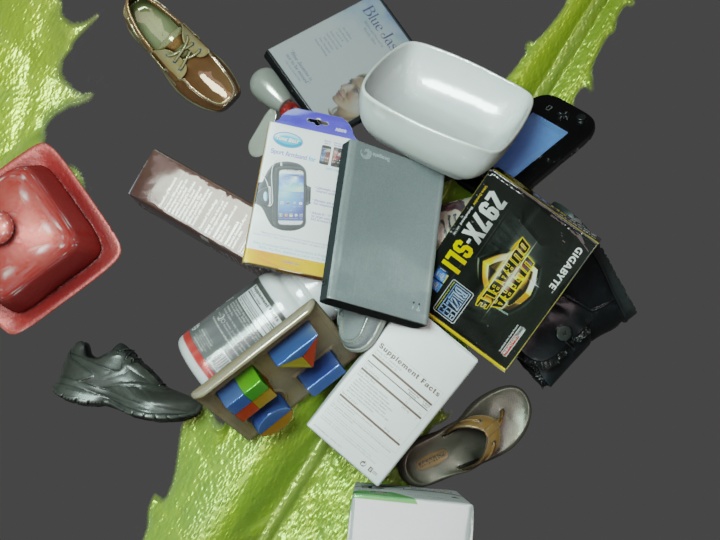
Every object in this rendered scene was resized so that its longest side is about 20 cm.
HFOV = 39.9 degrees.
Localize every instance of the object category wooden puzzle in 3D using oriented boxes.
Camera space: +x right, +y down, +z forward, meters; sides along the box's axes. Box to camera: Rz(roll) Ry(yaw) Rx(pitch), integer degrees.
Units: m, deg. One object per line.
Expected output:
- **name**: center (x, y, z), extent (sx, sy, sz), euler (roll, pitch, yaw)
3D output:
- **wooden puzzle**: center (-0.095, 0.137, 1.237), extent (0.185, 0.200, 0.046), euler (-38, 62, -2)

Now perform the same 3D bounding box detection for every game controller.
- **game controller**: center (0.213, -0.159, 1.300), extent (0.200, 0.042, 0.104), euler (-38, 63, -20)

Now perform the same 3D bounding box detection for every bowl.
- **bowl**: center (0.101, -0.195, 1.247), extent (0.199, 0.200, 0.075), euler (27, 129, 8)

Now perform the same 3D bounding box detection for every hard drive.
- **hard drive**: center (0.029, -0.044, 1.201), extent (0.139, 0.033, 0.202), euler (16, 71, -26)

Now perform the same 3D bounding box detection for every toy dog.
- **toy dog**: center (-0.080, -0.166, 1.319), extent (0.131, 0.096, 0.202), euler (-9, 73, -24)

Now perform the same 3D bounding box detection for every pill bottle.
- **pill bottle**: center (-0.126, 0.076, 1.284), extent (0.199, 0.116, 0.116), euler (-37, 86, -3)

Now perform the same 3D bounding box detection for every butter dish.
- **butter dish**: center (-0.447, -0.047, 1.283), extent (0.199, 0.148, 0.200), euler (-36, 87, -2)

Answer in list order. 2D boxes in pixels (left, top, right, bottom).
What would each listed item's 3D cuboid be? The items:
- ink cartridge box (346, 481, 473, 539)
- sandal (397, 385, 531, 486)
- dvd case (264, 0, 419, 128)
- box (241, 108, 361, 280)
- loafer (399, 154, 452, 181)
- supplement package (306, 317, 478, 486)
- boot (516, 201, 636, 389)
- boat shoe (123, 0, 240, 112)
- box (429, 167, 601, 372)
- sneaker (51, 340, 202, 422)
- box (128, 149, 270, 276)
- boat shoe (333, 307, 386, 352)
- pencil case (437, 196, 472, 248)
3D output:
- **ink cartridge box**: center (0.057, 0.313, 1.223), extent (0.145, 0.200, 0.085), euler (5, 82, 0)
- **sandal**: center (0.140, 0.219, 1.294), extent (0.199, 0.055, 0.082), euler (-23, 86, -11)
- **dvd case**: center (-0.010, -0.273, 1.319), extent (0.199, 0.018, 0.143), euler (-34, 86, -27)
- **box**: center (-0.071, -0.095, 1.228), extent (0.118, 0.041, 0.202), euler (12, 82, -8)
- **loafer**: center (0.055, -0.111, 1.316), extent (0.199, 0.076, 0.069), euler (-34, 80, -2)
- **supplement package**: center (0.040, 0.154, 1.273), extent (0.120, 0.121, 0.200), euler (39, 87, 3)
- **boot**: center (0.246, 0.036, 1.281), extent (0.168, 0.076, 0.201), euler (-38, 112, -4)
- **boat shoe**: center (-0.248, -0.295, 1.335), extent (0.200, 0.074, 0.076), euler (42, 88, 4)
- **box**: center (0.175, -0.002, 1.229), extent (0.159, 0.049, 0.201), euler (37, 109, 10)
- **sneaker**: center (-0.302, 0.146, 1.306), extent (0.198, 0.076, 0.092), euler (14, 79, -1)
- **box**: center (-0.195, -0.072, 1.303), extent (0.199, 0.100, 0.075), euler (31, 83, 3)
- **boat shoe**: center (0.001, -0.001, 1.236), extent (0.074, 0.065, 0.204), euler (3, 76, 44)
- **pencil case**: center (0.131, -0.047, 1.308), extent (0.198, 0.078, 0.090), euler (-14, 65, -1)
